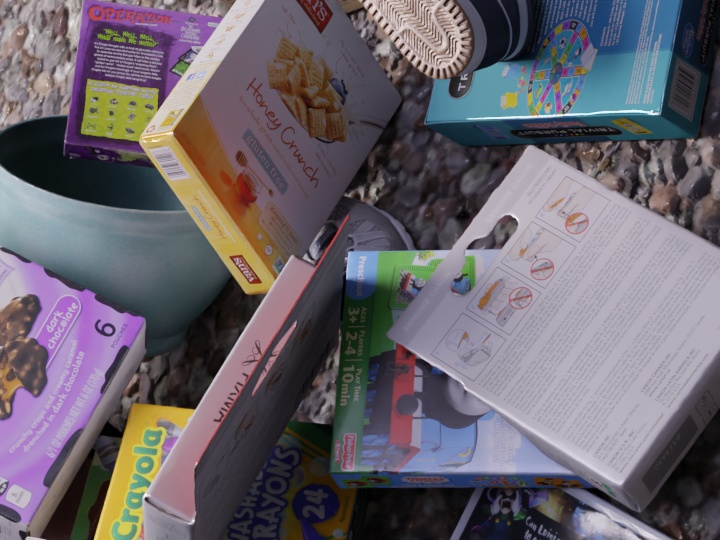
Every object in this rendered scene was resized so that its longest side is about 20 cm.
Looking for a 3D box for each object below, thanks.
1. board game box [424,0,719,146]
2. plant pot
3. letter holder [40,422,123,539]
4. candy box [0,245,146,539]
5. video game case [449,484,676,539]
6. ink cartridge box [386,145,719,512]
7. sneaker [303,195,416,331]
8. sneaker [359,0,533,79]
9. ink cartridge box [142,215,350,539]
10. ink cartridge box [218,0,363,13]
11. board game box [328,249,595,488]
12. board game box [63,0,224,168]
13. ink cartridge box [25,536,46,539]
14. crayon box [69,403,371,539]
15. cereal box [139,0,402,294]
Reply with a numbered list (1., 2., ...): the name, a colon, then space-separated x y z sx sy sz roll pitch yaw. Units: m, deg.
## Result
1. board game box: 0.146 -0.164 1.642 0.199 0.047 0.152 1 72 43
2. plant pot: -0.177 -0.018 1.792 0.200 0.199 0.135 33 122 45
3. letter holder: -0.225 0.181 1.793 0.200 0.100 0.143 33 96 45
4. candy box: -0.272 0.069 1.674 0.199 0.072 0.168 26 68 5
5. video game case: 0.115 0.226 1.515 0.200 0.023 0.183 28 91 46
6. ink cartridge box: 0.139 0.033 1.509 0.199 0.050 0.161 31 77 36
7. sneaker: 0.000 0.000 1.678 0.075 0.082 0.200 -55 45 8
8. sneaker: 0.037 -0.212 1.630 0.070 0.108 0.201 -45 71 33
9. ink cartridge box: -0.072 0.074 1.545 0.043 0.174 0.201 25 62 11
10. ink cartridge box: -0.036 -0.255 1.767 0.199 0.164 0.076 -16 60 36
11. board game box: 0.085 0.061 1.548 0.198 0.037 0.152 -1 68 14
12. board game box: -0.109 -0.127 1.773 0.032 0.198 0.121 114 163 -69
13. ink cartridge box: -0.147 0.273 1.556 0.146 0.199 0.083 -66 18 -11
14. crayon box: -0.098 0.159 1.631 0.198 0.052 0.126 5 55 11
15. cereal box: -0.058 -0.104 1.683 0.039 0.144 0.201 -7 40 41
